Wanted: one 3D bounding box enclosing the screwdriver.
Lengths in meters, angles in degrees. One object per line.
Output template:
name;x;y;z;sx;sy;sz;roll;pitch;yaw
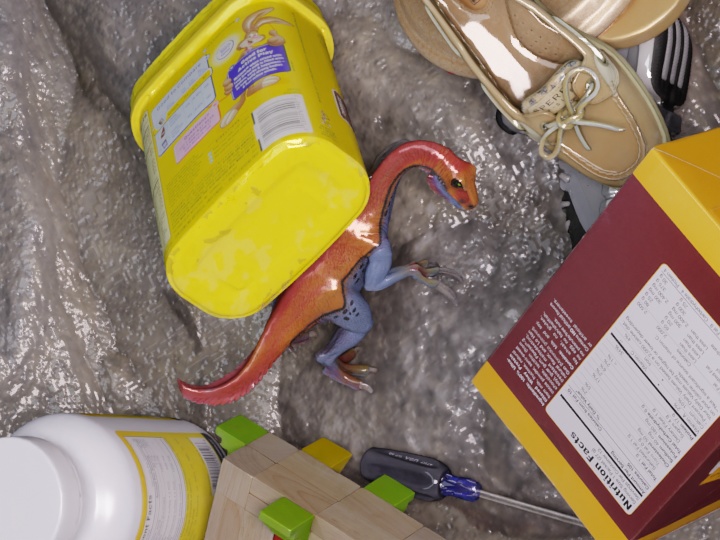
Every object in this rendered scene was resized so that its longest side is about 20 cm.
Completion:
screwdriver;0.090;0.145;1.458;0.200;0.029;0.028;13;92;23

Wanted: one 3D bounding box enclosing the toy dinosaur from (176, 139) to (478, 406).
toy dinosaur;0.000;0.000;1.444;0.105;0.200;0.182;38;139;17

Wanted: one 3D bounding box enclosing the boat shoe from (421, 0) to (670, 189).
boat shoe;0.097;-0.121;1.349;0.200;0.063;0.073;44;113;4

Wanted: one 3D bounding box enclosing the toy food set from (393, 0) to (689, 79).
toy food set;0.108;-0.207;1.436;0.200;0.049;0.198;-24;57;24

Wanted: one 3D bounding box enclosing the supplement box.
supplement box;0.207;0.028;1.279;0.133;0.197;0.200;52;132;20

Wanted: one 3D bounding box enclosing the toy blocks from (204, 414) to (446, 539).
toy blocks;-0.028;0.202;1.472;0.200;0.100;0.137;29;122;26

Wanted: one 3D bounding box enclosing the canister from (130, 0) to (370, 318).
canister;-0.072;-0.079;1.462;0.149;0.087;0.200;-44;32;19

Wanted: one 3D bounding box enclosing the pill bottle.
pill bottle;-0.171;0.148;1.486;0.112;0.200;0.112;-2;84;26

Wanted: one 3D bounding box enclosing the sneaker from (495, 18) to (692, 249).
sneaker;0.134;-0.066;1.432;0.115;0.075;0.200;6;79;31
